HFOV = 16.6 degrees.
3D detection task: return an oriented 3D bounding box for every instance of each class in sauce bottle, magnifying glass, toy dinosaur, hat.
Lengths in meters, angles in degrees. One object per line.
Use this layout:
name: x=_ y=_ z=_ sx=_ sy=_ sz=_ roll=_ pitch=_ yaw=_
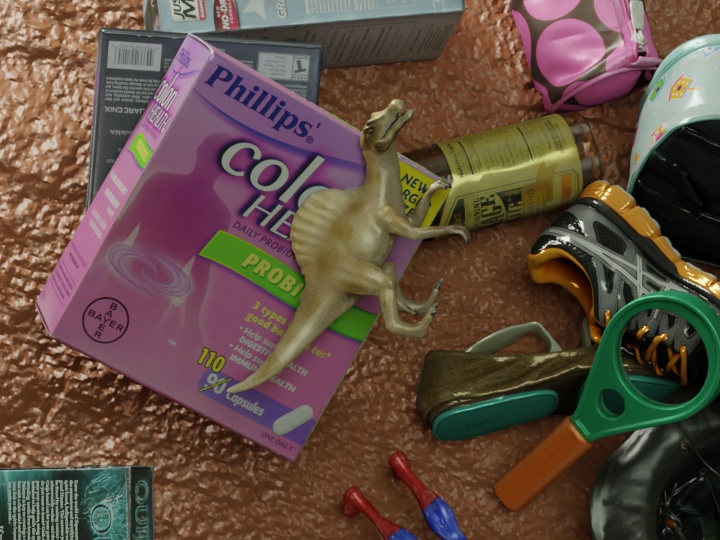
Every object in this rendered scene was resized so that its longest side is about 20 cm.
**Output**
sauce bottle: x=0.059 y=-0.054 z=1.633 sx=0.199 sy=0.066 sz=0.066 roll=-15 pitch=78 yaw=-10
magnifying glass: x=0.155 y=0.087 z=1.559 sx=0.080 sy=0.200 sz=0.022 roll=51 pitch=31 yaw=9
toy dinosaur: x=0.000 y=0.000 z=1.481 sx=0.101 sy=0.058 sz=0.201 roll=26 pitch=88 yaw=-2
hat: x=0.244 y=0.169 z=1.592 sx=0.200 sy=0.081 sz=0.201 roll=0 pitch=66 yaw=0

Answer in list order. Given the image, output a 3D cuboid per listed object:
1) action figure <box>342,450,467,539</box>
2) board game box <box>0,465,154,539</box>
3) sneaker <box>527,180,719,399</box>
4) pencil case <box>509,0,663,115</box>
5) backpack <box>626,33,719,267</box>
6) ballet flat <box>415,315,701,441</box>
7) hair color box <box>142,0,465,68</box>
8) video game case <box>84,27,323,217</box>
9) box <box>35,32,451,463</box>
action figure: x=0.075 y=0.215 z=1.571 sx=0.065 sy=0.099 sz=0.200 roll=-37 pitch=62 yaw=-13
board game box: x=-0.184 y=0.218 z=1.486 sx=0.135 sy=0.028 sz=0.201 roll=-4 pitch=85 yaw=30
sneaker: x=0.187 y=0.030 z=1.577 sx=0.077 sy=0.078 sz=0.200 roll=-33 pitch=56 yaw=-18
pencil case: x=0.143 y=-0.209 z=1.670 sx=0.090 sy=0.094 sz=0.201 roll=-12 pitch=78 yaw=-27
backpack: x=0.276 y=-0.078 z=1.618 sx=0.199 sy=0.176 sz=0.154 roll=8 pitch=58 yaw=-6
ballet flat: x=0.132 y=0.065 z=1.620 sx=0.199 sy=0.068 sz=0.073 roll=-6 pitch=57 yaw=-7
hair color box: x=-0.040 y=-0.174 z=1.628 sx=0.199 sy=0.099 sz=0.061 roll=-6 pitch=77 yaw=-11
video game case: x=-0.103 y=-0.051 z=1.576 sx=0.142 sy=0.019 sz=0.201 roll=3 pitch=104 yaw=-13
box: x=-0.074 y=-0.014 z=1.529 sx=0.176 sy=0.097 sz=0.200 roll=29 pitch=93 yaw=-17
